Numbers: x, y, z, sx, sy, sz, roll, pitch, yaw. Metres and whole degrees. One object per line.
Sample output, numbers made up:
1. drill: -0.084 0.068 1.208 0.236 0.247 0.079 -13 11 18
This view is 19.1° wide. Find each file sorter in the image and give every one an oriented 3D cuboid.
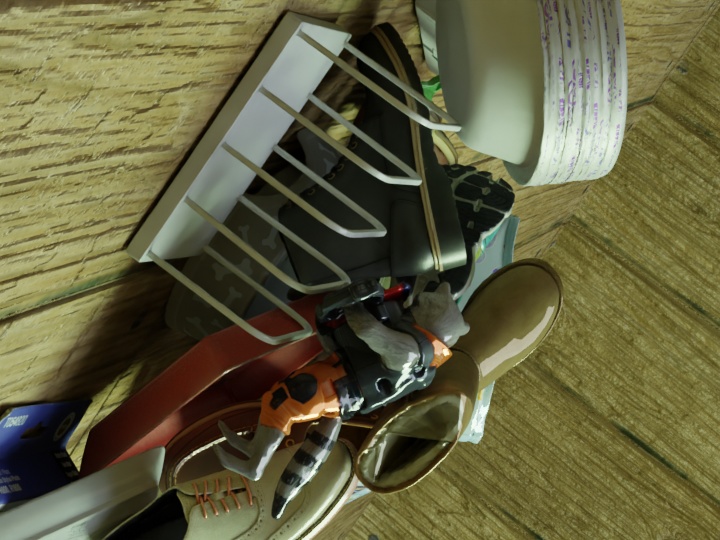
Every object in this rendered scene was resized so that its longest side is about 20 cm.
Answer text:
1. file sorter: -0.042 -0.060 1.497 0.200 0.124 0.139 -54 170 10

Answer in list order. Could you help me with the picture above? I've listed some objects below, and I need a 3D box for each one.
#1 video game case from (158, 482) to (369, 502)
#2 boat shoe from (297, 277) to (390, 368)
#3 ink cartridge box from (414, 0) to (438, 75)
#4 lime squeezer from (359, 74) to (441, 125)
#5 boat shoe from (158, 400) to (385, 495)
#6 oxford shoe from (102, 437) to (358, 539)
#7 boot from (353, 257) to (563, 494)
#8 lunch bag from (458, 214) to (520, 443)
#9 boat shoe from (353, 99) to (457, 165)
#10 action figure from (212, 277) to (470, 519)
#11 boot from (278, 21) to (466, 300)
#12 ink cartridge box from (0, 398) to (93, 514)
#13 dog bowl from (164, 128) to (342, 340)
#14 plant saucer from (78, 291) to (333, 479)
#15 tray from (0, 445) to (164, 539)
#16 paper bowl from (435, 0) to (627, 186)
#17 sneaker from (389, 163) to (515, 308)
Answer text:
1. video game case: -0.065 0.163 1.789 0.200 0.046 0.181 3 157 -36
2. boat shoe: 0.000 0.000 1.721 0.075 0.068 0.200 32 74 -66
3. ink cartridge box: 0.124 -0.228 1.795 0.146 0.084 0.200 -52 170 -4
4. lime squeezer: 0.040 -0.116 1.676 0.200 0.071 0.038 -52 137 -7
5. boat shoe: -0.058 0.138 1.633 0.200 0.068 0.072 -12 107 -24
6. oxford shoe: -0.093 0.175 1.532 0.200 0.071 0.074 -31 148 7
7. boot: 0.078 0.077 1.569 0.175 0.066 0.200 -48 180 13
8. lunch bag: 0.038 0.041 1.860 0.127 0.169 0.200 115 -17 -79
9. boat shoe: 0.032 -0.110 1.810 0.068 0.072 0.200 -42 163 -2
10. action figure: -0.008 0.078 1.498 0.193 0.105 0.200 -35 171 1
11. boot: -0.011 -0.083 1.609 0.138 0.200 0.077 -15 156 -2
12. ink cartridge box: -0.267 0.186 1.552 0.200 0.041 0.200 -54 170 6
13. dog bowl: -0.071 -0.018 1.705 0.200 0.059 0.200 -51 171 -11
14. plant saucer: -0.105 0.080 1.628 0.200 0.037 0.200 -38 170 39
15. tray: -0.212 0.200 1.530 0.200 0.022 0.108 -21 134 -50
16. paper bowl: 0.116 -0.160 1.535 0.104 0.201 0.201 -6 157 -9
17. sneaker: 0.063 -0.016 1.697 0.200 0.077 0.080 -58 168 -46
